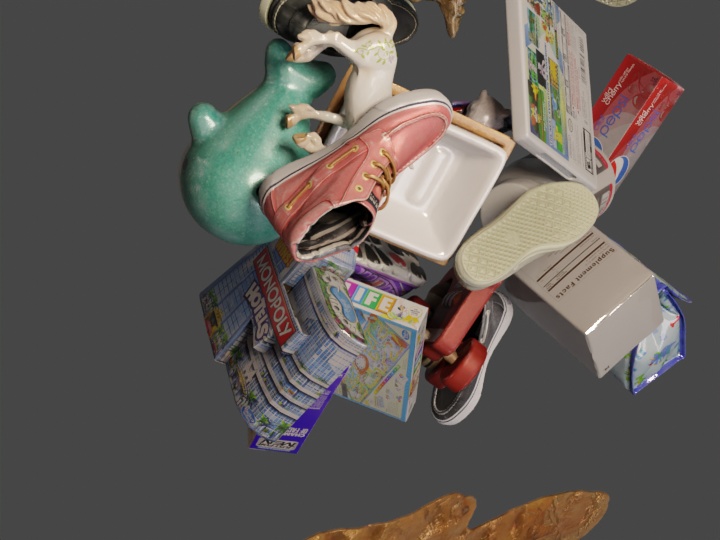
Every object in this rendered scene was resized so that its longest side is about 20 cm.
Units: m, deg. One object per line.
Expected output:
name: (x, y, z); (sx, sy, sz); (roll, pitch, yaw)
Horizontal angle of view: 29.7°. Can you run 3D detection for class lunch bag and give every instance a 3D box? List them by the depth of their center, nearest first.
lunch bag: (0.360, 0.040, 1.880); (0.127, 0.170, 0.200); (-36, 141, -14)

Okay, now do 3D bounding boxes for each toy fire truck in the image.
toy fire truck: (0.110, 0.047, 1.645); (0.168, 0.112, 0.200); (-54, -173, -7)

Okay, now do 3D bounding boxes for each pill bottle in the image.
pill bottle: (0.221, -0.087, 1.617); (0.200, 0.111, 0.111); (-29, 146, -56)

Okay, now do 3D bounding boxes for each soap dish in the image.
soap dish: (0.038, -0.112, 1.419); (0.200, 0.081, 0.158); (22, 110, -19)

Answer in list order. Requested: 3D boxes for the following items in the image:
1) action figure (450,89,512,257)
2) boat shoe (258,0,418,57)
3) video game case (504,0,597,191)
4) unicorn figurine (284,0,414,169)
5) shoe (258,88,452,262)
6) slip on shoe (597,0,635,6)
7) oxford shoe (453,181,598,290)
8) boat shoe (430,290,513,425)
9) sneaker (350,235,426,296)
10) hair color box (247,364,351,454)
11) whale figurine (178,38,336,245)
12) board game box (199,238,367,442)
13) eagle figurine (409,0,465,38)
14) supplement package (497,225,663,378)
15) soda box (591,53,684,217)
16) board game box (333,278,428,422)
action figure: (0.123, -0.120, 1.544); (0.200, 0.105, 0.194); (-13, 142, -37)
boat shoe: (-0.005, -0.239, 1.323); (0.199, 0.066, 0.075); (4, 121, -48)
video game case: (0.211, -0.207, 1.500); (0.022, 0.201, 0.182); (-12, 159, 31)
unicorn figurine: (-0.001, -0.157, 1.270); (0.137, 0.074, 0.200); (-4, 130, -15)
shoe: (0.009, -0.083, 1.227); (0.200, 0.091, 0.072); (-30, 136, -2)
slip on shoe: (0.234, -0.349, 1.475); (0.200, 0.061, 0.074); (16, 144, -39)
oxford shoe: (0.176, -0.038, 1.483); (0.200, 0.075, 0.058); (-31, 174, -25)
boat shoe: (0.135, 0.118, 1.808); (0.068, 0.072, 0.200); (3, 120, -49)
sneaker: (0.000, 0.000, 1.556); (0.083, 0.081, 0.200); (-42, 143, 15)
hair color box: (-0.072, 0.107, 1.496); (0.065, 0.110, 0.200); (8, 143, -16)
whale figurine: (-0.090, -0.118, 1.306); (0.159, 0.104, 0.200); (26, 96, -24)
board game box: (-0.068, 0.032, 1.370); (0.062, 0.200, 0.200); (25, 118, -34)
eagle figurine: (0.105, -0.312, 1.334); (0.152, 0.200, 0.151); (-27, 115, 30)
supplement package: (0.272, 0.016, 1.740); (0.120, 0.200, 0.121); (-40, 145, -9)
soda box: (0.321, -0.170, 1.728); (0.070, 0.063, 0.200); (13, 114, -51)
board game box: (0.004, 0.089, 1.568); (0.200, 0.134, 0.034); (95, 20, -54)
